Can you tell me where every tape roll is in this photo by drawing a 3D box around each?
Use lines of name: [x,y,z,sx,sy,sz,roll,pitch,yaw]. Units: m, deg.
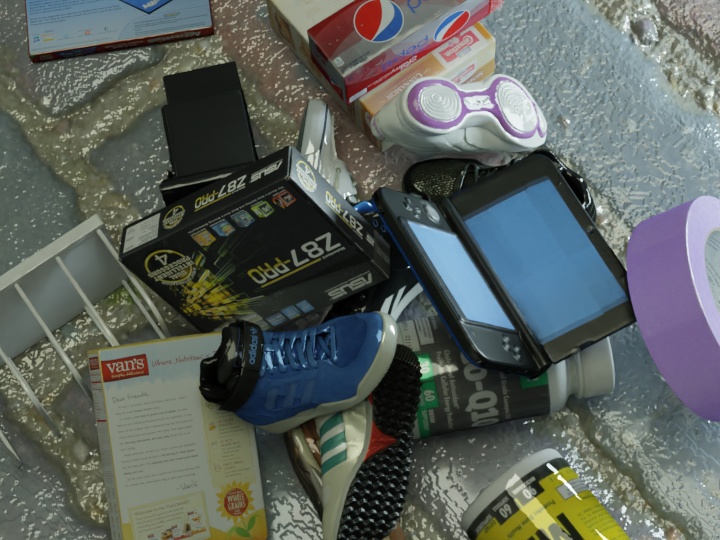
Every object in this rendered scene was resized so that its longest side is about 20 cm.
tape roll: [0.326,0.035,1.539,0.066,0.200,0.200,-24,62,32]

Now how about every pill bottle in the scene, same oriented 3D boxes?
pill bottle: [0.192,0.269,1.494,0.114,0.114,0.200,-35,69,-11]
pill bottle: [0.131,0.087,1.576,0.200,0.113,0.113,-12,67,-1]

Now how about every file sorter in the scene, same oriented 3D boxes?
file sorter: [-0.289,0.072,1.596,0.200,0.139,0.125,-35,70,-11]

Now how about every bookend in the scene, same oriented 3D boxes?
bookend: [-0.152,-0.128,1.640,0.092,0.200,0.199,-12,67,-2]

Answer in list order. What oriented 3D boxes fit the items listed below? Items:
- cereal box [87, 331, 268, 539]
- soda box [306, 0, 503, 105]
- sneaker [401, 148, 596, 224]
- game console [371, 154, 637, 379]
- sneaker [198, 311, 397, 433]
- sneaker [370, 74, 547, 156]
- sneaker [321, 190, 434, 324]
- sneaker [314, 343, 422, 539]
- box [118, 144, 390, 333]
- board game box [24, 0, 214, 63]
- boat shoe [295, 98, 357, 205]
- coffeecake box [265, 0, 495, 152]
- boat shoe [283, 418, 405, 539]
cereal box: [-0.167,0.161,1.537,0.144,0.040,0.200,-6,88,-28]
soda box: [0.047,-0.254,1.674,0.200,0.063,0.070,-33,70,-10]
sneaker: [0.137,-0.085,1.651,0.199,0.114,0.076,17,67,13]
game console: [0.133,-0.016,1.500,0.118,0.171,0.200,-42,62,21]
sneaker: [-0.064,0.079,1.468,0.111,0.200,0.077,24,55,-31]
sneaker: [0.099,-0.153,1.681,0.200,0.100,0.075,4,73,-36]
sneaker: [0.000,0.000,1.616,0.200,0.112,0.073,-46,34,-21]
sneaker: [-0.006,0.159,1.515,0.093,0.070,0.200,11,90,51]
box: [-0.098,-0.017,1.546,0.200,0.161,0.049,-24,43,25]
board game box: [-0.263,-0.288,1.813,0.200,0.019,0.103,-9,68,0]
boat shoe: [-0.036,-0.074,1.688,0.067,0.074,0.200,8,77,-9]
coffeecake box: [0.020,-0.249,1.748,0.153,0.073,0.200,-36,69,-11]
boat shoe: [-0.020,0.187,1.571,0.072,0.076,0.200,-22,74,-12]
